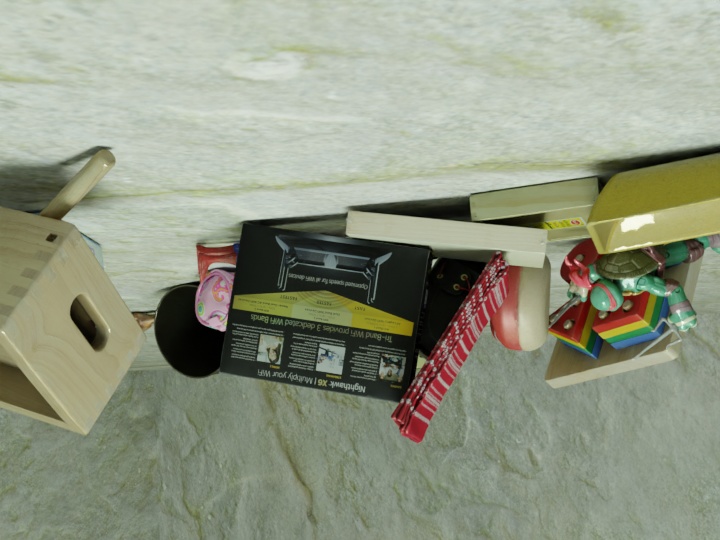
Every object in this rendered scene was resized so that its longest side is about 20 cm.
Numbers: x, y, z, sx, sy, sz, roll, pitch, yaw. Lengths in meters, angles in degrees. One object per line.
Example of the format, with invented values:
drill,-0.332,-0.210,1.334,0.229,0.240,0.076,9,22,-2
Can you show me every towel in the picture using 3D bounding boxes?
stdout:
towel,0.097,0.085,1.003,0.022,0.200,0.145,31,172,15

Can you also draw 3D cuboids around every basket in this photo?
basket,-0.181,0.087,1.509,0.180,0.136,0.200,8,-174,42

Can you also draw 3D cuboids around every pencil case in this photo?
pencil case,-0.134,0.045,1.385,0.087,0.088,0.200,-11,169,41

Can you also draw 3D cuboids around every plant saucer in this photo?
plant saucer,0.311,-0.067,0.910,0.199,0.049,0.200,-11,170,15

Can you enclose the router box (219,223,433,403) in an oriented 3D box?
router box,-0.034,0.044,1.015,0.199,0.158,0.052,9,176,10

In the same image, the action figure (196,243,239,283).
action figure,-0.086,0.014,1.141,0.199,0.099,0.065,-5,-162,-11

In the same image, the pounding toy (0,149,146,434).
pounding toy,-0.269,0.008,0.780,0.184,0.142,0.200,13,146,22

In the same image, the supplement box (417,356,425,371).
supplement box,0.078,0.129,1.915,0.199,0.135,0.200,-5,172,3

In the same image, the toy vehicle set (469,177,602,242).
toy vehicle set,0.196,-0.057,1.032,0.124,0.027,0.200,-7,172,18

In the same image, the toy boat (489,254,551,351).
toy boat,0.164,0.031,1.231,0.130,0.131,0.200,2,-179,0

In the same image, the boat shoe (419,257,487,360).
boat shoe,0.108,0.020,1.091,0.063,0.074,0.202,-37,-166,43

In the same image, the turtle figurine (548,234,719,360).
turtle figurine,0.301,0.007,1.056,0.200,0.101,0.150,-36,-133,-23

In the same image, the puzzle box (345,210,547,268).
puzzle box,0.092,-0.032,1.021,0.199,0.026,0.133,6,176,9

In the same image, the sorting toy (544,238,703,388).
sorting toy,0.313,0.030,1.225,0.070,0.200,0.199,38,146,-20

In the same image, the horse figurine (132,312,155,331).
horse figurine,-0.433,0.113,1.798,0.132,0.050,0.200,-20,174,-34

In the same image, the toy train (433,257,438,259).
toy train,0.000,0.000,1.106,0.200,0.046,0.034,-24,-179,-14

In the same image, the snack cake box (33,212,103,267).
snack cake box,-0.338,-0.004,0.988,0.115,0.067,0.200,-6,172,-1
